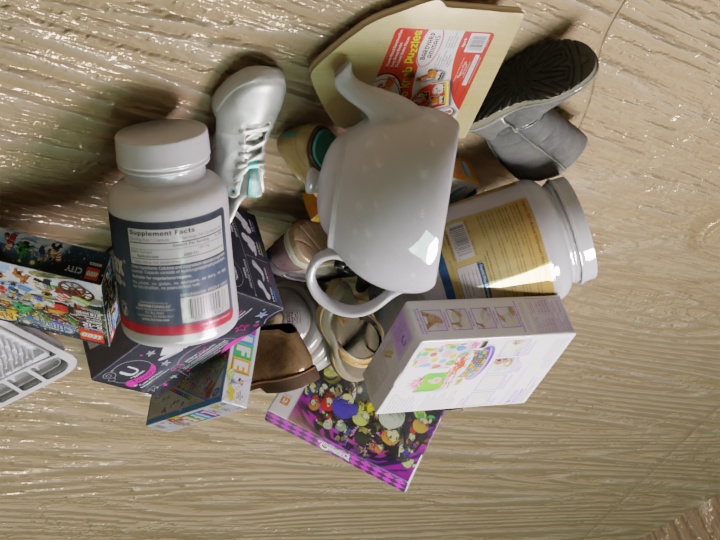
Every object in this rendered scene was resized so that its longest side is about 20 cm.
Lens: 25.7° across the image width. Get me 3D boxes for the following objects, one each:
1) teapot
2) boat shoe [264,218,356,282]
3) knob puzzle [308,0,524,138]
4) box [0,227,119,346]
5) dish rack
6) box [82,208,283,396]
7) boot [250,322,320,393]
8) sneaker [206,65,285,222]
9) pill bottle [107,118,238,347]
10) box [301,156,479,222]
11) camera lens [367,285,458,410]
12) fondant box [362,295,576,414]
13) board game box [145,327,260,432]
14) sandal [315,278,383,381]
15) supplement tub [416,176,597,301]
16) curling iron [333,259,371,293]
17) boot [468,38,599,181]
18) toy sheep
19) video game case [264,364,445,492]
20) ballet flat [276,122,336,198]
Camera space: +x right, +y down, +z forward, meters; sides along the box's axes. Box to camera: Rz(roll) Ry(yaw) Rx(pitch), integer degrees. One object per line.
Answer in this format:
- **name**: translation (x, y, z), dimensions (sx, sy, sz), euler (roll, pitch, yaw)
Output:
- **teapot**: translation (0.016, -0.072, 1.570), dimensions (0.145, 0.202, 0.198), euler (8, 162, 2)
- **boat shoe**: translation (-0.047, -0.021, 1.807), dimensions (0.064, 0.073, 0.200), euler (-21, 173, 24)
- **knob puzzle**: translation (0.041, -0.204, 1.570), dimensions (0.218, 0.031, 0.221), euler (-12, 145, -9)
- **box**: translation (-0.344, 0.009, 1.579), dimensions (0.198, 0.038, 0.137), euler (13, 151, 2)
- **dish rack**: translation (-0.437, 0.099, 1.794), dimensions (0.171, 0.044, 0.200), euler (-26, 154, 12)
- **box**: translation (-0.205, 0.026, 1.723), dimensions (0.199, 0.133, 0.114), euler (-34, 149, 25)
- **boot**: translation (-0.129, 0.104, 1.833), dimensions (0.199, 0.076, 0.073), euler (-13, -171, 45)
- **sneaker**: translation (-0.113, -0.118, 1.559), dimensions (0.075, 0.089, 0.200), euler (-6, 151, -26)
- **pill bottle**: translation (-0.184, -0.039, 1.534), dimensions (0.119, 0.120, 0.202), euler (-11, 112, -20)
- **box**: translation (0.043, -0.090, 1.792), dimensions (0.119, 0.042, 0.199), euler (-38, 152, 32)
- **camera lens**: translation (0.102, 0.059, 1.941), dimensions (0.159, 0.201, 0.160), euler (-16, 154, -8)
- **fondant box**: translation (0.120, 0.093, 1.757), dimensions (0.198, 0.059, 0.145), euler (-3, 144, -27)
- **board game box**: translation (-0.181, 0.105, 1.822), dimensions (0.034, 0.136, 0.199), euler (18, 159, -28)
- **sandal**: translation (-0.002, 0.077, 1.856), dimensions (0.054, 0.081, 0.200), euler (17, 157, 22)
- **supplement tub**: translation (0.156, -0.018, 1.800), dimensions (0.198, 0.146, 0.145), euler (-18, 155, -2)
- **curling iron**: translation (0.000, 0.000, 1.763), dimensions (0.049, 0.026, 0.200), euler (9, 172, 4)
- **boot**: translation (0.208, -0.167, 1.727), dimensions (0.181, 0.073, 0.200), euler (-17, 152, 26)
- **toy sheep**: translation (-0.084, 0.065, 1.899), dimensions (0.137, 0.139, 0.200), euler (-27, 172, 13)
- **video game case**: translation (0.007, 0.155, 1.982), dimensions (0.182, 0.199, 0.036), euler (-60, 173, -31)
- **ballet flat**: translation (-0.021, -0.087, 1.676), dimensions (0.063, 0.069, 0.200), euler (3, 144, 38)
